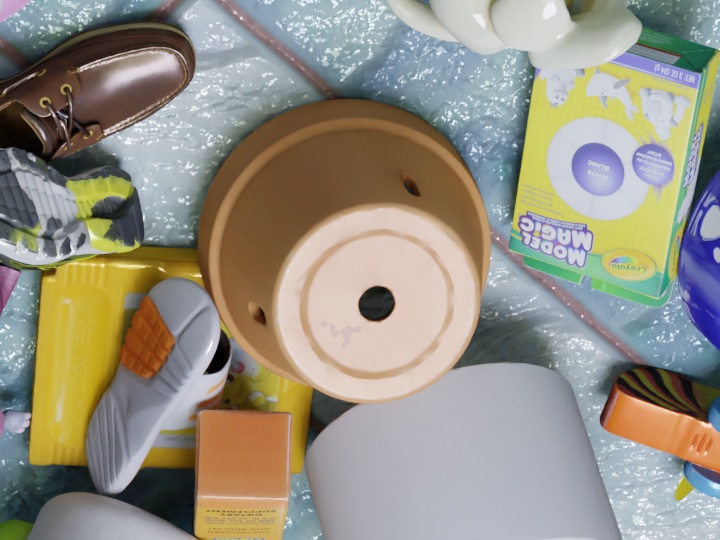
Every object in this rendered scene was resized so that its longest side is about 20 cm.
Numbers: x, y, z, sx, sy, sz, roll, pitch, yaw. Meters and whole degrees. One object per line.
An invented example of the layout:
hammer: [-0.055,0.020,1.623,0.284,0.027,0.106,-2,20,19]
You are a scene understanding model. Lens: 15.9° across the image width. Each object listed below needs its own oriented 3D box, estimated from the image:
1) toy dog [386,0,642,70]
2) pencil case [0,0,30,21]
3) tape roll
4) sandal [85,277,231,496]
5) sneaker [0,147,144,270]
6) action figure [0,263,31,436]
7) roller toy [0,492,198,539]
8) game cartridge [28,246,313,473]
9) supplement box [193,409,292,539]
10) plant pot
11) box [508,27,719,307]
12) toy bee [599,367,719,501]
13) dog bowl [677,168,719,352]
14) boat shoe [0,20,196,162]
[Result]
toy dog: [0.079,-0.240,1.610,0.194,0.140,0.200,-4,133,39]
pencil case: [-0.194,-0.221,1.600,0.200,0.088,0.087,-32,121,11]
tape roll: [0.073,0.172,1.799,0.202,0.139,0.203,-13,152,-7]
sandal: [-0.131,0.078,1.768,0.059,0.079,0.207,-2,143,-33]
sneaker: [-0.219,-0.028,1.669,0.084,0.075,0.200,-20,167,26]
action figure: [-0.284,0.076,1.733,0.134,0.149,0.201,6,102,-9]
roller toy: [-0.171,0.257,1.819,0.182,0.200,0.140,41,64,-29]
game cartridge: [-0.130,0.065,1.814,0.199,0.032,0.177,2,121,-10]
supplement box: [-0.084,0.156,1.793,0.066,0.069,0.200,1,161,-3]
plant pot: [0.000,0.000,1.705,0.199,0.140,0.201,-4,109,-10]
box: [0.167,-0.068,1.736,0.117,0.048,0.200,18,125,19]
toy bee: [0.276,0.125,1.881,0.200,0.109,0.131,43,118,-2]
dog bowl: [0.318,-0.013,1.761,0.200,0.079,0.201,-18,129,-24]
boat shoe: [-0.200,-0.101,1.679,0.200,0.068,0.072,-19,122,4]
